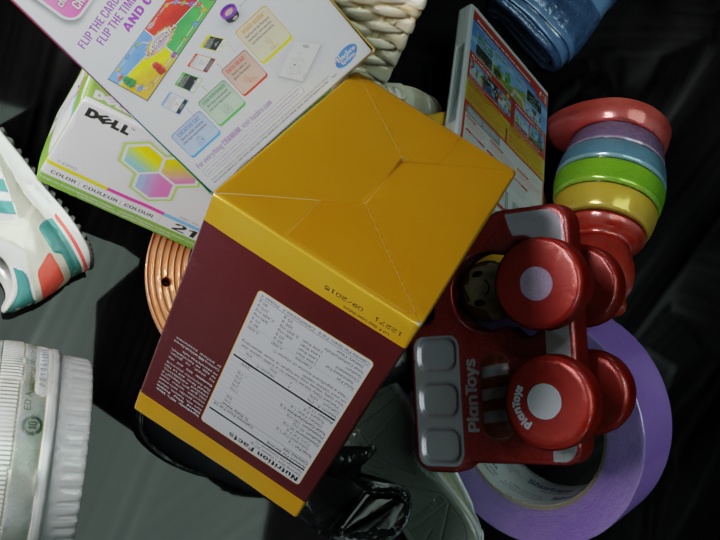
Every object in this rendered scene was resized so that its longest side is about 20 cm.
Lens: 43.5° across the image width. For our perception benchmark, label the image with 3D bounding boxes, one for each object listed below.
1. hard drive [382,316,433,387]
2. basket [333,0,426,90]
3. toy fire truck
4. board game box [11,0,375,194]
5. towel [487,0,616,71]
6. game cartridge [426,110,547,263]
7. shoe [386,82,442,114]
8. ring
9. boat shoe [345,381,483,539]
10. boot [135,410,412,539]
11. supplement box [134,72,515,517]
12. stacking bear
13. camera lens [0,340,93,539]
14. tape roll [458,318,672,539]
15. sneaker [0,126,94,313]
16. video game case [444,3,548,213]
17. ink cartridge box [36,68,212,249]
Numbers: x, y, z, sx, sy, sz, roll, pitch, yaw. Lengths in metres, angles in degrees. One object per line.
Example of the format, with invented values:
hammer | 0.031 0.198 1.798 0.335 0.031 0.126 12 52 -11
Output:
hard drive | 0.000 0.000 0.774 0.135 0.042 0.200 -20 82 -9
basket | -0.060 -0.234 0.716 0.200 0.198 0.161 12 59 -12
toy fire truck | 0.110 0.054 0.691 0.112 0.168 0.201 3 82 -58
board game box | -0.111 -0.170 0.584 0.153 0.040 0.200 -39 118 9
towel | 0.224 -0.312 0.948 0.112 0.049 0.200 41 70 -13
game cartridge | 0.115 -0.062 0.831 0.200 0.032 0.177 -17 89 -51
shoe | -0.008 -0.138 0.828 0.200 0.053 0.070 -9 86 -23
ring | -0.088 0.008 0.787 0.200 0.019 0.201 6 73 -20
boat shoe | 0.041 0.165 0.794 0.074 0.065 0.202 -39 73 12
boot | -0.071 0.145 0.705 0.200 0.168 0.077 30 73 -15
supplement box | -0.023 0.012 0.606 0.133 0.200 0.197 33 39 4
stacking bear | 0.231 -0.054 0.862 0.121 0.114 0.200 25 64 -18
camera lens | -0.297 0.123 0.621 0.200 0.160 0.160 8 80 -21
tape roll | 0.160 0.129 0.779 0.066 0.200 0.201 -10 86 -52
sneaker | -0.300 -0.056 0.691 0.093 0.070 0.200 -43 102 -27
video game case | 0.129 -0.131 0.837 0.143 0.017 0.200 38 49 -36
ink cartridge box | -0.130 -0.118 0.667 0.148 0.200 0.076 25 48 -24
